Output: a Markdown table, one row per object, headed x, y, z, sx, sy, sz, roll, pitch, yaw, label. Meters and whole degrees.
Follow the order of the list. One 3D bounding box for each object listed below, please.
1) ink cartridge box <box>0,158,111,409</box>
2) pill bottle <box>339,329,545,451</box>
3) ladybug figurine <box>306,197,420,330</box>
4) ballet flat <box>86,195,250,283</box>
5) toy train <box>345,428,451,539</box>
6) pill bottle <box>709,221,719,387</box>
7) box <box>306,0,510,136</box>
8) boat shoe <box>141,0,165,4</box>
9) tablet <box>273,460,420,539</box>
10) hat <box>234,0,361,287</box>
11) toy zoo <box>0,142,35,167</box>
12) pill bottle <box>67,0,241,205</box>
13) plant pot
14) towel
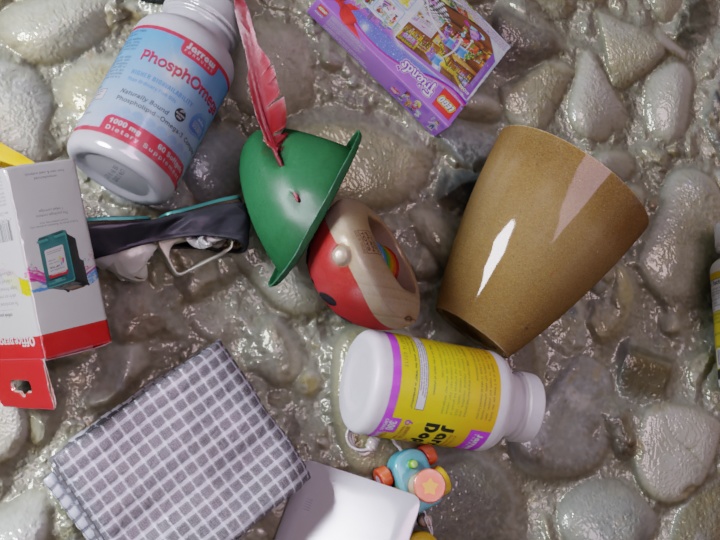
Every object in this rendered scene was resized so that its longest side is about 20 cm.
| x | y | z | sx | sy | sz | roll | pitch | yaw | label |
| --- | --- | --- | --- | --- | --- | --- | --- | --- | --- |
| -0.282 | 0.014 | 0.896 | 0.067 | 0.116 | 0.202 | -14 | 96 | -42 | ink cartridge box |
| 0.085 | 0.126 | 1.051 | 0.198 | 0.104 | 0.105 | 11 | 76 | -20 | pill bottle |
| 0.000 | 0.000 | 1.010 | 0.071 | 0.200 | 0.137 | -27 | 74 | 11 | ladybug figurine |
| -0.194 | -0.025 | 0.983 | 0.198 | 0.073 | 0.074 | -10 | 84 | -26 | ballet flat |
| 0.022 | 0.256 | 1.026 | 0.149 | 0.056 | 0.202 | 21 | 73 | -18 | toy train |
| 0.477 | 0.040 | 1.228 | 0.113 | 0.114 | 0.202 | 3 | 79 | -22 | pill bottle |
| 0.056 | -0.268 | 1.150 | 0.200 | 0.039 | 0.137 | 43 | 67 | -10 | box |
| -0.230 | -0.311 | 1.020 | 0.200 | 0.074 | 0.066 | 6 | 82 | -15 | boat shoe |
| -0.032 | 0.292 | 0.980 | 0.129 | 0.014 | 0.202 | 14 | 71 | 20 | tablet |
| -0.109 | -0.111 | 0.991 | 0.175 | 0.166 | 0.201 | 31 | 51 | -9 | hat |
| -0.379 | -0.055 | 0.935 | 0.130 | 0.020 | 0.202 | 20 | 73 | -18 | toy zoo |
| -0.188 | -0.172 | 0.990 | 0.108 | 0.109 | 0.201 | 29 | 70 | -15 | pill bottle |
| 0.170 | -0.017 | 1.089 | 0.186 | 0.186 | 0.201 | 38 | 82 | -12 | plant pot |
| -0.165 | 0.184 | 0.945 | 0.199 | 0.085 | 0.166 | -37 | 94 | -24 | towel |
